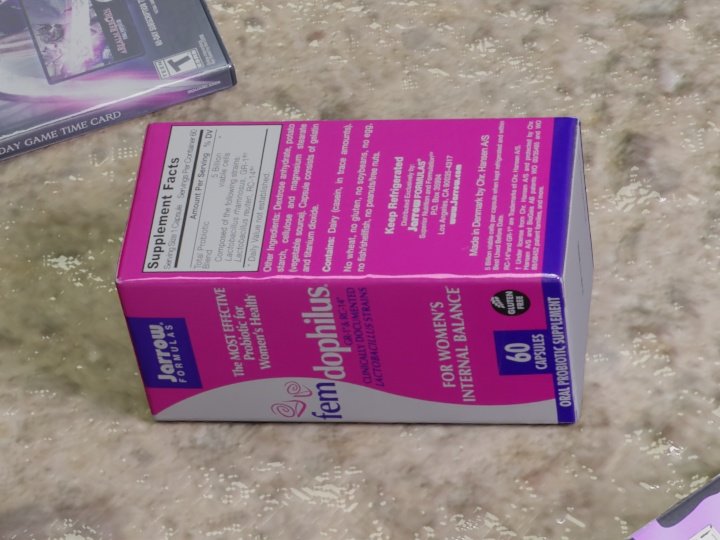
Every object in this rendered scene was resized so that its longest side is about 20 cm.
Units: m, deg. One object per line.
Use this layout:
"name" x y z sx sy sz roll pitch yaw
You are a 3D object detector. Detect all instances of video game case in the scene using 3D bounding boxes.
"video game case" -0.178 -0.116 1.453 0.199 0.019 0.143 -18 48 -8

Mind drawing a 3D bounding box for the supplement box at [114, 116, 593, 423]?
"supplement box" 0.000 0.000 1.262 0.199 0.102 0.104 0 49 11

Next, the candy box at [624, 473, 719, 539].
"candy box" 0.200 0.144 1.088 0.199 0.072 0.168 -31 69 -18
